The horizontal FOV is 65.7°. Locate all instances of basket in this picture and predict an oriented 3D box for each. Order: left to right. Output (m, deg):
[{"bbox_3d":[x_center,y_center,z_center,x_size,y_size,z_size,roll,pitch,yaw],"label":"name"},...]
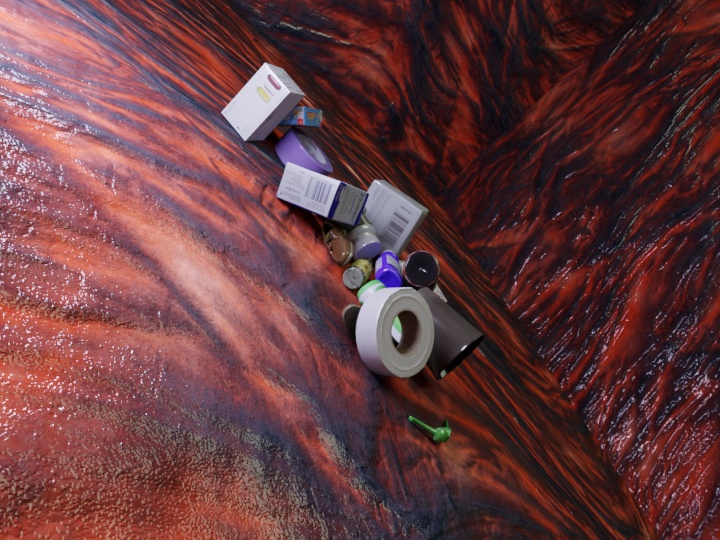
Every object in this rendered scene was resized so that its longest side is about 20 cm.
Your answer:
[{"bbox_3d":[0.201,0.157,1.484,0.201,0.181,0.135,50,28,22],"label":"basket"}]

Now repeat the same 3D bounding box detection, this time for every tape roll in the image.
[{"bbox_3d":[-0.189,-0.379,1.870,0.200,0.085,0.201,44,19,-19],"label":"tape roll"},{"bbox_3d":[0.083,0.142,1.290,0.200,0.070,0.207,3,85,-42],"label":"tape roll"}]

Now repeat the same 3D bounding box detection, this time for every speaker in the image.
[{"bbox_3d":[0.071,0.126,1.467,0.202,0.088,0.088,57,19,23],"label":"speaker"}]

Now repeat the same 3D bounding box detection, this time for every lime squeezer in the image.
[{"bbox_3d":[0.182,0.380,1.320,0.070,0.038,0.199,23,0,36],"label":"lime squeezer"}]

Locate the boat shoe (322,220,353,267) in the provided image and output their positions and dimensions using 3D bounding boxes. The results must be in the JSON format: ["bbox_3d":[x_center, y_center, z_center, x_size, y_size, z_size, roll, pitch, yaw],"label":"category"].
[{"bbox_3d":[-0.072,-0.076,1.551,0.067,0.072,0.201,32,15,-25],"label":"boat shoe"}]

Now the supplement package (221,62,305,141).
[{"bbox_3d":[-0.289,-0.499,1.670,0.111,0.200,0.156,47,17,-2],"label":"supplement package"}]

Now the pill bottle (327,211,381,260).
[{"bbox_3d":[-0.023,-0.130,1.716,0.113,0.113,0.202,21,33,-56],"label":"pill bottle"}]

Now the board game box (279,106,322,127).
[{"bbox_3d":[-0.245,-0.509,1.845,0.200,0.192,0.057,-45,139,-73],"label":"board game box"}]

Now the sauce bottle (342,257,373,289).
[{"bbox_3d":[0.000,0.000,1.584,0.065,0.065,0.200,48,18,-3],"label":"sauce bottle"}]

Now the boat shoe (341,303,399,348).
[{"bbox_3d":[0.016,0.144,1.335,0.200,0.072,0.068,48,-2,-31],"label":"boat shoe"}]

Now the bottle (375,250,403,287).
[{"bbox_3d":[0.081,-0.005,1.617,0.084,0.065,0.201,48,15,-16],"label":"bottle"}]

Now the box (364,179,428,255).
[{"bbox_3d":[0.091,-0.170,1.877,0.199,0.201,0.171,36,15,9],"label":"box"}]

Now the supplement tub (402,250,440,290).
[{"bbox_3d":[0.172,0.018,1.612,0.108,0.106,0.200,53,-5,13],"label":"supplement tub"}]

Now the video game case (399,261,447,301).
[{"bbox_3d":[0.167,0.061,1.765,0.198,0.023,0.184,-26,80,-42],"label":"video game case"}]

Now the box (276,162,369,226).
[{"bbox_3d":[-0.104,-0.211,1.574,0.182,0.107,0.199,24,7,24],"label":"box"}]

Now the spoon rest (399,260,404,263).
[{"bbox_3d":[0.119,-0.004,1.900,0.100,0.060,0.199,53,16,11],"label":"spoon rest"}]
